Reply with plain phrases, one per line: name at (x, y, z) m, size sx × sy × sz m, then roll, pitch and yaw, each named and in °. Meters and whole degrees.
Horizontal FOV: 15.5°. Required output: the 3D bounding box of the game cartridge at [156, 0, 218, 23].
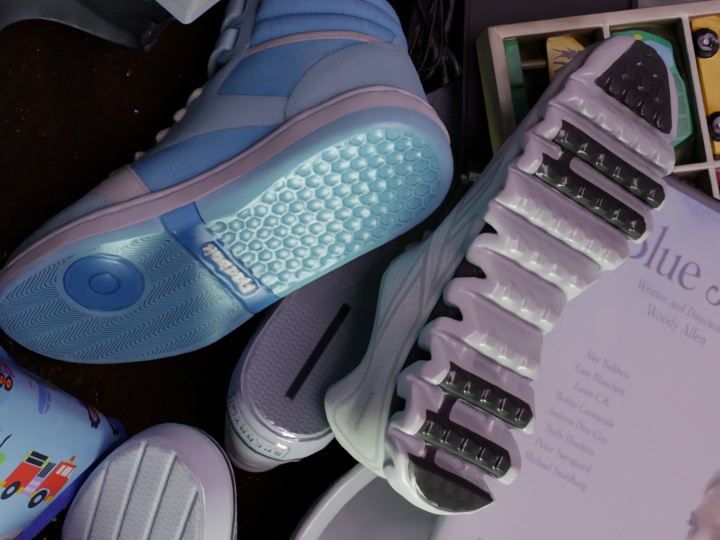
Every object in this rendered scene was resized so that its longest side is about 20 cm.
game cartridge at (-0.042, -0.189, 1.026) m, size 0.130 × 0.038 × 0.200 m, roll 44°, pitch 59°, yaw 7°

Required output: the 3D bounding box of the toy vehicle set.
toy vehicle set at (0.124, -0.007, 1.081) m, size 0.124 × 0.027 × 0.201 m, roll -8°, pitch 85°, yaw -10°

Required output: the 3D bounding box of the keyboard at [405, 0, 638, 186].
keyboard at (0.065, -0.131, 1.125) m, size 0.104 × 0.040 × 0.201 m, roll 5°, pitch 79°, yaw -11°

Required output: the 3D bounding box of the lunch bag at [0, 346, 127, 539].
lunch bag at (-0.200, 0.104, 0.979) m, size 0.200 × 0.094 × 0.151 m, roll -56°, pitch 157°, yaw -2°

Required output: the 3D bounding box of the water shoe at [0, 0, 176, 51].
water shoe at (-0.085, -0.131, 1.057) m, size 0.199 × 0.072 × 0.079 m, roll -9°, pitch 117°, yaw -20°

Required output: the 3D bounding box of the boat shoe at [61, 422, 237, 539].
boat shoe at (-0.077, 0.134, 1.059) m, size 0.071 × 0.072 × 0.200 m, roll -21°, pitch 142°, yaw -40°

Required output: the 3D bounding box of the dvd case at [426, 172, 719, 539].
dvd case at (0.122, 0.072, 1.049) m, size 0.142 × 0.018 × 0.200 m, roll 28°, pitch 80°, yaw -4°

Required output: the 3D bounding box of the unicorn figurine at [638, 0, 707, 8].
unicorn figurine at (0.189, -0.133, 1.160) m, size 0.200 × 0.137 × 0.074 m, roll 7°, pitch 81°, yaw -40°

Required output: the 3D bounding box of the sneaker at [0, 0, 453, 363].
sneaker at (-0.060, -0.047, 1.073) m, size 0.199 × 0.131 × 0.080 m, roll -22°, pitch 134°, yaw 13°

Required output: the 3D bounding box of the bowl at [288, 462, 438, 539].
bowl at (0.039, 0.152, 1.124) m, size 0.200 × 0.090 × 0.202 m, roll -2°, pitch 96°, yaw -20°

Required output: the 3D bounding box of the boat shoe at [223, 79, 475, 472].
boat shoe at (0.000, 0.000, 1.108) m, size 0.074 × 0.067 × 0.200 m, roll 42°, pitch 62°, yaw -2°

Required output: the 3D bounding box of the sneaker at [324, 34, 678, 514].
sneaker at (0.052, -0.007, 1.025) m, size 0.075 × 0.081 × 0.200 m, roll 37°, pitch 81°, yaw -36°
